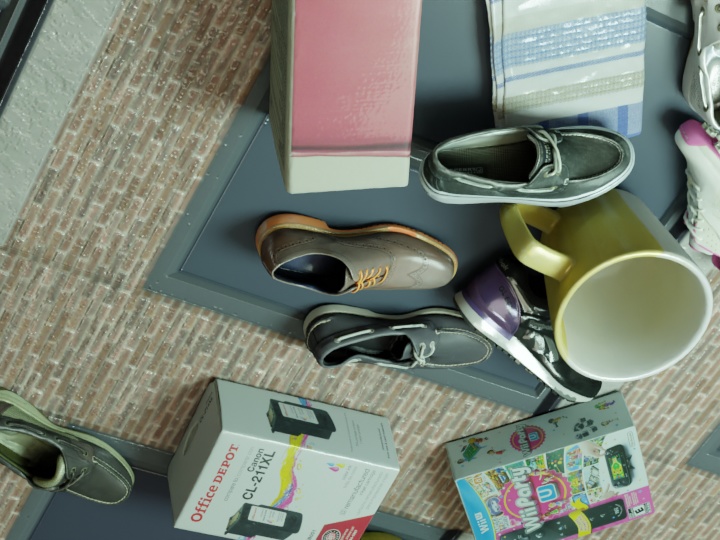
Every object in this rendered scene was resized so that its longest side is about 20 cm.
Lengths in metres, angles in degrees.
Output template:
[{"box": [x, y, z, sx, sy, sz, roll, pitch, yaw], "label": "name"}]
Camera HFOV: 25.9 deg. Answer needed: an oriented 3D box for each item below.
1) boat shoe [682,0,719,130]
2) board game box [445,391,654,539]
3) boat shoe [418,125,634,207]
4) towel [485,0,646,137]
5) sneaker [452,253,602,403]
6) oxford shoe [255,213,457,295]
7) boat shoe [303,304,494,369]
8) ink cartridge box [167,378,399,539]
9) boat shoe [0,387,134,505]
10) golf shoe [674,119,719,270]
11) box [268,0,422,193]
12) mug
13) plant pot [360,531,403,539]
[{"box": [0.331, -0.218, 1.386, 0.071, 0.069, 0.200, -7, 125, -5], "label": "boat shoe"}, {"box": [0.208, 0.228, 1.705, 0.199, 0.064, 0.148, -17, 128, 4], "label": "board game box"}, {"box": [0.154, -0.094, 1.403, 0.199, 0.072, 0.071, -9, 170, -7], "label": "boat shoe"}, {"box": [0.185, -0.192, 1.409, 0.146, 0.024, 0.200, -12, 130, -4], "label": "towel"}, {"box": [0.192, 0.059, 1.570, 0.200, 0.076, 0.088, 36, 107, -31], "label": "sneaker"}, {"box": [0.000, 0.000, 1.485, 0.199, 0.073, 0.071, 5, 125, -15], "label": "oxford shoe"}, {"box": [0.043, 0.080, 1.560, 0.199, 0.063, 0.073, 6, 125, -15], "label": "boat shoe"}, {"box": [-0.083, 0.209, 1.621, 0.199, 0.083, 0.146, 14, 123, -21], "label": "ink cartridge box"}, {"box": [-0.312, 0.192, 1.575, 0.072, 0.066, 0.201, -39, 124, 18], "label": "boat shoe"}, {"box": [0.345, -0.061, 1.508, 0.091, 0.075, 0.200, -32, 125, 18], "label": "golf shoe"}, {"box": [-0.016, -0.182, 1.311, 0.109, 0.128, 0.200, -4, 128, -9], "label": "box"}, {"box": [0.230, -0.013, 1.470, 0.149, 0.153, 0.187, -24, 127, 8], "label": "mug"}, {"box": [0.020, 0.374, 1.728, 0.199, 0.142, 0.200, -5, 128, -6], "label": "plant pot"}]
